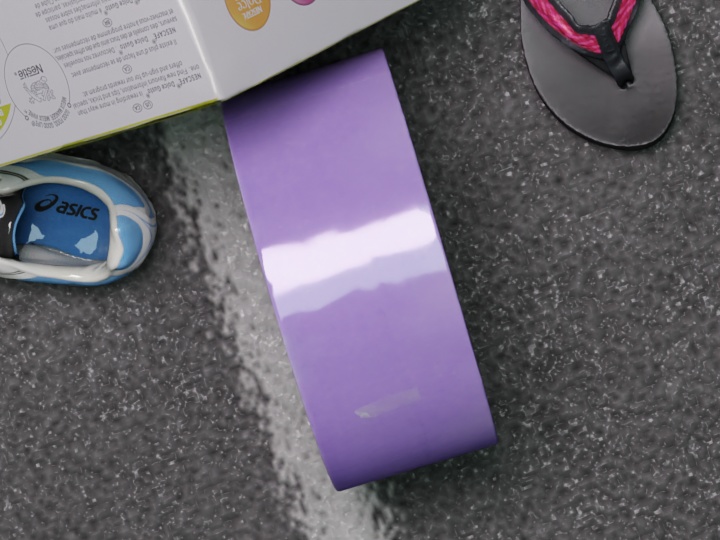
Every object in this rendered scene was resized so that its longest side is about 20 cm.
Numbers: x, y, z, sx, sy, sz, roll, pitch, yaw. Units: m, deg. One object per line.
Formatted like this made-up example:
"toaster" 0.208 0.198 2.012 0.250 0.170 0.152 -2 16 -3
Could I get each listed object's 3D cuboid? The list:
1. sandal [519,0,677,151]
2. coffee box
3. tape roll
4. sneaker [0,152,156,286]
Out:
"sandal" 0.111 -0.157 1.518 0.075 0.045 0.201 -14 85 1
"coffee box" -0.109 -0.176 1.396 0.199 0.199 0.199 -14 102 41
"tape roll" 0.000 0.000 1.433 0.085 0.200 0.201 -16 85 2
"sneaker" -0.203 -0.033 1.505 0.199 0.072 0.072 6 98 3
